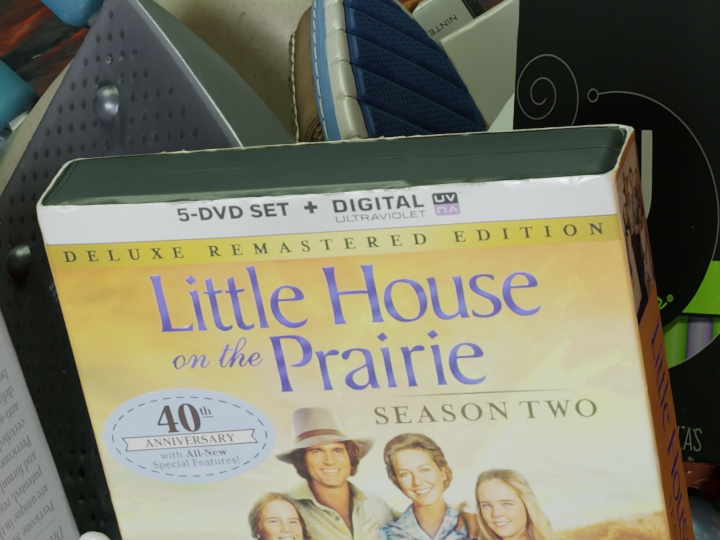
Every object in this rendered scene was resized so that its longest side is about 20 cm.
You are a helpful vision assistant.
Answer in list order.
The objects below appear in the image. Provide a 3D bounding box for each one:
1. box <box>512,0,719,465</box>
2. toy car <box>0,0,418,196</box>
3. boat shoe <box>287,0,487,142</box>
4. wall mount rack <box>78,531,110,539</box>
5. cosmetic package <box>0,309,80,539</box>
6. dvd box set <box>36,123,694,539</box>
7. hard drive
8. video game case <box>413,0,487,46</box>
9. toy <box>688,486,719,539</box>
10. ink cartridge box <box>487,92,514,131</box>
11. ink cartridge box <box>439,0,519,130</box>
[{"bbox_3d":[0.138,-0.041,0.864,0.148,0.201,0.124,3,0,41],"label":"box"},{"bbox_3d":[-0.036,-0.044,1.024,0.177,0.184,0.200,-52,-9,21],"label":"toy car"},{"bbox_3d":[0.000,0.000,0.849,0.072,0.072,0.201,-35,48,30],"label":"boat shoe"},{"bbox_3d":[-0.063,0.159,0.653,0.199,0.075,0.174,-27,44,-26],"label":"wall mount rack"},{"bbox_3d":[-0.134,0.091,0.779,0.101,0.201,0.071,-7,20,28],"label":"cosmetic package"},{"bbox_3d":[0.010,0.062,0.704,0.146,0.201,0.029,-2,28,17],"label":"dvd box set"},{"bbox_3d":[-0.047,0.025,0.820,0.042,0.135,0.200,6,39,-39],"label":"hard drive"},{"bbox_3d":[-0.035,-0.059,1.265,0.180,0.026,0.200,-34,0,-7],"label":"video game case"},{"bbox_3d":[0.033,0.105,0.832,0.199,0.047,0.115,-21,18,-14],"label":"toy"},{"bbox_3d":[0.043,0.033,0.992,0.200,0.050,0.109,-56,26,-6],"label":"ink cartridge box"},{"bbox_3d":[0.143,-0.108,1.171,0.200,0.085,0.146,-31,-4,9],"label":"ink cartridge box"}]
